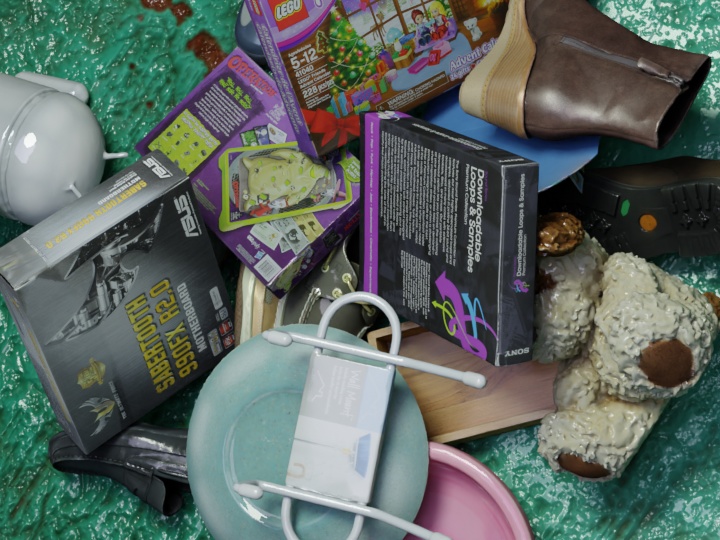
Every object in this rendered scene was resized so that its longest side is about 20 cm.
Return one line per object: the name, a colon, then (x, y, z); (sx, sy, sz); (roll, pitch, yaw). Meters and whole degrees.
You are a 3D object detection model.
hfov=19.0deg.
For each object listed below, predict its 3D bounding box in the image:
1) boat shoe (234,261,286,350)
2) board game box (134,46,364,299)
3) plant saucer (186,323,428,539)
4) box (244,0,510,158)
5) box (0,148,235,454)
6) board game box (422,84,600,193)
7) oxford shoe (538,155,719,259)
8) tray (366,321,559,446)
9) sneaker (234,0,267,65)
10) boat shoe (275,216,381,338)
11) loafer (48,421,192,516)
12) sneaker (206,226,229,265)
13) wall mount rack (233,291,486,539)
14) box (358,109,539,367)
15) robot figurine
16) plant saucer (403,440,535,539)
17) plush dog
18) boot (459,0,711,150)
boat shoe: (-0.053, -0.003, 1.704); (0.076, 0.072, 0.201); (4, 83, 9)
board game box: (-0.080, -0.079, 1.683); (0.120, 0.032, 0.200); (-46, 53, 2)
plant saucer: (-0.049, 0.141, 1.623); (0.200, 0.039, 0.202); (-1, 88, 21)
box: (0.021, -0.191, 1.631); (0.199, 0.039, 0.137); (-29, 114, -17)
box: (-0.183, 0.026, 1.647); (0.158, 0.200, 0.048); (-34, 50, -19)
board game box: (0.120, -0.100, 1.636); (0.157, 0.039, 0.200); (-13, 38, 24)
oxford shoe: (0.216, -0.049, 1.615); (0.199, 0.084, 0.073); (5, 117, 37)
tray: (0.111, 0.072, 1.647); (0.199, 0.037, 0.099); (-16, 77, 18)
sneaker: (-0.047, -0.261, 1.731); (0.070, 0.082, 0.201); (33, 94, 20)
boat shoe: (-0.002, -0.001, 1.665); (0.202, 0.072, 0.060); (-63, 24, -7)
loafer: (-0.158, 0.160, 1.714); (0.199, 0.068, 0.071); (2, 73, 17)
sneaker: (-0.209, -0.022, 1.751); (0.199, 0.088, 0.076); (-15, 79, 19)
wall mount rack: (0.004, 0.119, 1.545); (0.173, 0.075, 0.201); (11, 91, 16)
box: (0.059, -0.027, 1.536); (0.200, 0.036, 0.144); (29, 122, 58)
robot figurine: (-0.295, -0.104, 1.780); (0.199, 0.113, 0.170); (17, 54, 21)
plant saucer: (0.044, 0.229, 1.632); (0.200, 0.051, 0.202); (-1, 87, 21)
plush dog: (0.163, 0.027, 1.540); (0.171, 0.200, 0.161); (33, 52, 4)
boot: (0.183, -0.161, 1.592); (0.166, 0.073, 0.200); (11, 47, 26)
